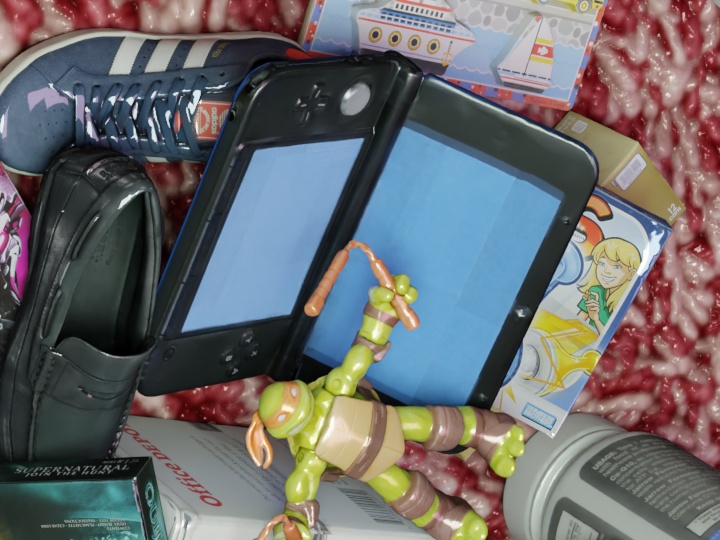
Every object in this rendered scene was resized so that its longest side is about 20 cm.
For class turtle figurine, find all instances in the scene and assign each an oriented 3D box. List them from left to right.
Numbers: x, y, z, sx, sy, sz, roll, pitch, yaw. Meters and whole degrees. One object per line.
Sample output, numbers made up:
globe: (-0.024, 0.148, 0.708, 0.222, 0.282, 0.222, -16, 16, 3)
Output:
turtle figurine: (-0.001, 0.096, 1.546, 0.161, 0.064, 0.200, 25, 80, -34)

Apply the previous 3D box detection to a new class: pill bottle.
pill bottle: (0.178, 0.163, 1.766, 0.114, 0.200, 0.114, -14, 117, -29)

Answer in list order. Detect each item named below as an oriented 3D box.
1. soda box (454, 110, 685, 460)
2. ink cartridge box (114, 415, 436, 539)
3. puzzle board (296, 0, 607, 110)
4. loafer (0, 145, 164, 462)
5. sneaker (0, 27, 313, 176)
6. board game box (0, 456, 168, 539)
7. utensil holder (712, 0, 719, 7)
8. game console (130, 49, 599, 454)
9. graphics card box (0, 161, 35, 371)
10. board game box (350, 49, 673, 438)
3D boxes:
soda box: (0.091, 0.007, 1.723, 0.200, 0.068, 0.064, -47, 129, -10)
ink cartridge box: (-0.061, 0.146, 1.623, 0.200, 0.146, 0.085, 11, 105, -38)
puzzle board: (0.067, -0.173, 1.662, 0.200, 0.017, 0.151, 8, 104, -37)
loafer: (-0.139, 0.038, 1.506, 0.068, 0.070, 0.201, -2, 110, -36)
sneaker: (-0.096, -0.083, 1.540, 0.200, 0.084, 0.075, -13, 116, -31)
board game box: (-0.189, 0.163, 1.517, 0.028, 0.200, 0.135, -53, 137, -63)
utensil holder: (0.256, -0.256, 1.666, 0.170, 0.170, 0.200, -27, 126, -24)
game console: (0.000, 0.000, 1.542, 0.171, 0.118, 0.200, -10, 130, -49)
graphics card box: (-0.222, 0.003, 1.509, 0.125, 0.051, 0.200, -38, 128, -18)
board game box: (0.051, -0.014, 1.636, 0.200, 0.034, 0.135, 27, 99, -8)
